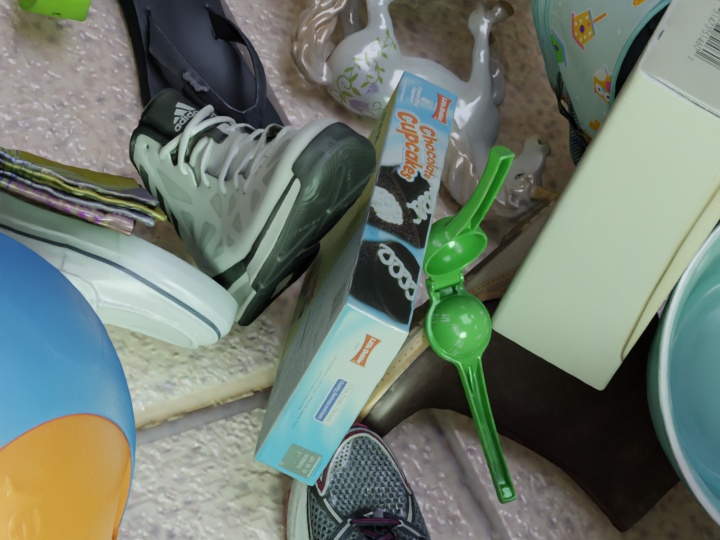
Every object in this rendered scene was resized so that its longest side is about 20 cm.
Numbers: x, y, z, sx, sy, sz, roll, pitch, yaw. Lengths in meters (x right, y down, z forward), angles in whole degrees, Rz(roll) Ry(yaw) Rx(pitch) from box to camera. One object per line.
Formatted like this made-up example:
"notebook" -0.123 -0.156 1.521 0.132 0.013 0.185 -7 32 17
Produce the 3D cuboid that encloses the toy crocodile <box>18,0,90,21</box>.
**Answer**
"toy crocodile" -0.164 -0.220 1.182 0.067 0.062 0.201 19 52 -16

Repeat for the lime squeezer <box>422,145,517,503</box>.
"lime squeezer" 0.060 0.018 1.051 0.038 0.202 0.070 -26 37 -36

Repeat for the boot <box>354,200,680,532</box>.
"boot" 0.096 0.075 1.126 0.200 0.072 0.167 -39 94 -25

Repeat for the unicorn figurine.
"unicorn figurine" 0.048 -0.106 1.223 0.198 0.074 0.138 17 62 1

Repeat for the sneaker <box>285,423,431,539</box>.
"sneaker" 0.021 0.166 1.023 0.080 0.075 0.202 -2 60 -28

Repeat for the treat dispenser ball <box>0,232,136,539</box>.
"treat dispenser ball" -0.195 0.076 0.885 0.199 0.201 0.202 13 54 -20

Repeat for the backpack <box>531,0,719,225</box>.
"backpack" 0.185 -0.136 1.169 0.175 0.200 0.154 -29 60 -4

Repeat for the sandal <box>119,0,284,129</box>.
"sandal" -0.092 -0.121 1.168 0.076 0.043 0.201 -12 66 -33

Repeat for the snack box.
"snack box" 0.000 0.000 1.065 0.037 0.117 0.201 24 39 -8

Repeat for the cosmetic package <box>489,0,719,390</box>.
"cosmetic package" 0.144 -0.045 1.035 0.073 0.201 0.104 29 49 4

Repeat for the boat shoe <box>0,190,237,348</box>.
"boat shoe" -0.163 0.007 1.043 0.198 0.074 0.067 22 71 -6

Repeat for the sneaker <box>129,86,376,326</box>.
"sneaker" -0.067 -0.049 1.035 0.115 0.201 0.076 46 67 3

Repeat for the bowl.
"bowl" 0.231 0.058 1.103 0.199 0.105 0.203 1 86 -14

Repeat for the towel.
"towel" -0.194 -0.063 1.030 0.198 0.144 0.023 21 94 -11
